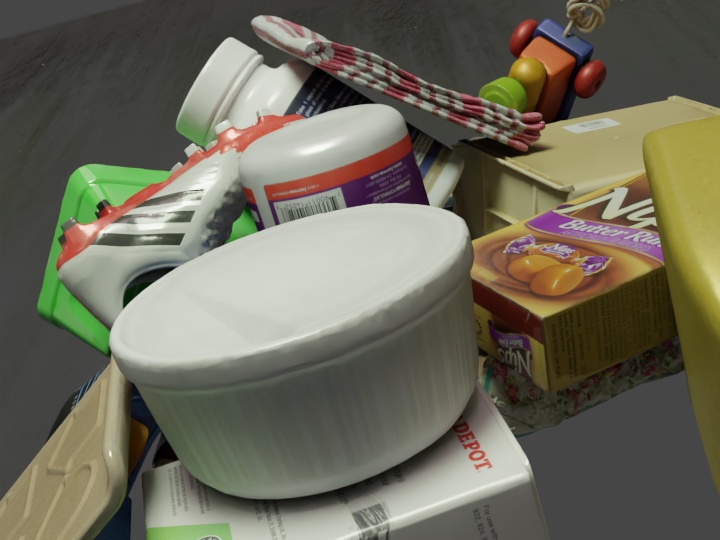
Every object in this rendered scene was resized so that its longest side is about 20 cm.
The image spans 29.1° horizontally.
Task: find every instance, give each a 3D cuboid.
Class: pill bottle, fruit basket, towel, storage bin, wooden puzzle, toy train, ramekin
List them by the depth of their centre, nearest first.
[{"bbox_3d":[-0.028,0.044,0.758,0.202,0.094,0.202,-15,19,5],"label":"ramekin"},{"bbox_3d":[-0.173,0.149,0.790,0.200,0.046,0.185,-55,17,13],"label":"wooden puzzle"},{"bbox_3d":[0.000,0.000,0.903,0.112,0.201,0.112,-16,15,5],"label":"pill bottle"},{"bbox_3d":[0.025,-0.144,1.026,0.200,0.030,0.146,19,8,-25],"label":"towel"},{"bbox_3d":[-0.032,-0.088,1.035,0.200,0.111,0.111,32,29,-1],"label":"pill bottle"},{"bbox_3d":[0.194,-0.057,1.041,0.199,0.094,0.199,-13,20,-17],"label":"storage bin"},{"bbox_3d":[-0.153,-0.011,1.088,0.215,0.156,0.216,17,22,-7],"label":"fruit basket"},{"bbox_3d":[0.140,-0.160,1.133,0.085,0.200,0.116,36,48,20],"label":"toy train"}]

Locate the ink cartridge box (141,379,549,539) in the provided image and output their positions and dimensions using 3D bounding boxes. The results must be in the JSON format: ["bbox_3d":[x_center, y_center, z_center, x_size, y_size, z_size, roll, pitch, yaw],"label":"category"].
[{"bbox_3d":[-0.010,0.142,0.751,0.199,0.084,0.146,-18,22,-4],"label":"ink cartridge box"}]

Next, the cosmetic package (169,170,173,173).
[{"bbox_3d":[-0.070,-0.058,1.255,0.199,0.102,0.071,-13,21,5],"label":"cosmetic package"}]

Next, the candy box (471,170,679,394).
[{"bbox_3d":[0.161,-0.004,0.857,0.200,0.057,0.117,-21,28,-23],"label":"candy box"}]

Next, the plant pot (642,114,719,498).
[{"bbox_3d":[0.254,0.039,0.691,0.195,0.195,0.200,-9,28,15],"label":"plant pot"}]

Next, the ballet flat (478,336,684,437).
[{"bbox_3d":[0.162,0.044,0.897,0.200,0.064,0.076,-26,36,-23],"label":"ballet flat"}]

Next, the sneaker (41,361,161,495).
[{"bbox_3d":[-0.152,0.081,0.921,0.200,0.070,0.078,-53,31,-1],"label":"sneaker"}]

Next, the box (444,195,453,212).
[{"bbox_3d":[0.133,-0.077,1.242,0.199,0.038,0.137,-13,22,7],"label":"box"}]

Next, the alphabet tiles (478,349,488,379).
[{"bbox_3d":[0.077,0.060,0.997,0.199,0.006,0.166,-19,21,-8],"label":"alphabet tiles"}]

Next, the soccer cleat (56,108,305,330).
[{"bbox_3d":[-0.110,-0.036,0.938,0.200,0.085,0.069,-33,-1,-16],"label":"soccer cleat"}]

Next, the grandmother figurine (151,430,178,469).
[{"bbox_3d":[-0.095,0.104,0.936,0.121,0.061,0.200,-28,24,-14],"label":"grandmother figurine"}]
